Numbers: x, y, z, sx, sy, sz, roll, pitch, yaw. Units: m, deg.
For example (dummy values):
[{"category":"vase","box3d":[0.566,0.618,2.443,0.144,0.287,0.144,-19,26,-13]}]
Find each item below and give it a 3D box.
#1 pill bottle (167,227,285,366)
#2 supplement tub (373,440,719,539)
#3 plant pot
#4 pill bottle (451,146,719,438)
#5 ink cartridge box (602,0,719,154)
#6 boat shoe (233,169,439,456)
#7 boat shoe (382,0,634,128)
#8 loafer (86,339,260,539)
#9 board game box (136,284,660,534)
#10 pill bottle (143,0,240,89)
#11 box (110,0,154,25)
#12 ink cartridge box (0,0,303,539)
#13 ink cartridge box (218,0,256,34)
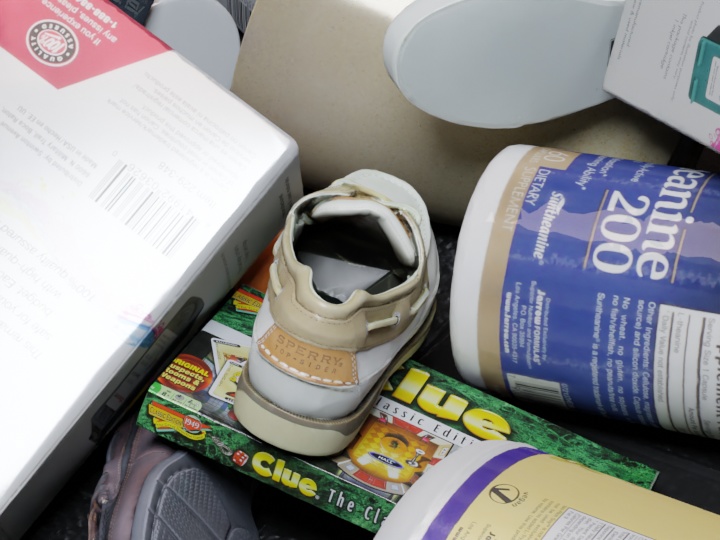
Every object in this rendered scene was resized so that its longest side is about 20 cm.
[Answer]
[{"category":"pill bottle","box3d":[-0.132,-0.002,1.146,0.199,0.106,0.106,-5,35,-2]},{"category":"supplement tub","box3d":[0.104,0.153,0.864,0.200,0.146,0.145,19,41,29]},{"category":"plant pot","box3d":[0.068,-0.094,1.217,0.200,0.188,0.187,26,42,13]},{"category":"pill bottle","box3d":[0.148,0.014,1.075,0.199,0.111,0.111,10,37,20]},{"category":"ink cartridge box","box3d":[0.206,-0.068,1.029,0.116,0.067,0.200,5,19,-34]},{"category":"boat shoe","box3d":[0.000,0.000,1.054,0.075,0.069,0.200,18,29,-1]},{"category":"boat shoe","box3d":[0.092,-0.113,1.112,0.199,0.071,0.064,-9,38,-27]},{"category":"loafer","box3d":[-0.081,0.101,1.041,0.063,0.072,0.200,-26,25,22]},{"category":"board game box","box3d":[0.018,0.073,1.033,0.200,0.024,0.105,23,28,9]},{"category":"pill bottle","box3d":[-0.151,-0.147,1.349,0.111,0.111,0.200,-24,39,-26]},{"category":"box","box3d":[-0.218,-0.104,1.270,0.200,0.051,0.158,22,87,32]},{"category":"ink cartridge box","box3d":[-0.140,-0.009,1.048,0.147,0.086,0.200,38,79,10]},{"category":"ink cartridge box","box3d":[0.006,-0.188,1.459,0.199,0.047,0.160,-15,35,-24]}]
